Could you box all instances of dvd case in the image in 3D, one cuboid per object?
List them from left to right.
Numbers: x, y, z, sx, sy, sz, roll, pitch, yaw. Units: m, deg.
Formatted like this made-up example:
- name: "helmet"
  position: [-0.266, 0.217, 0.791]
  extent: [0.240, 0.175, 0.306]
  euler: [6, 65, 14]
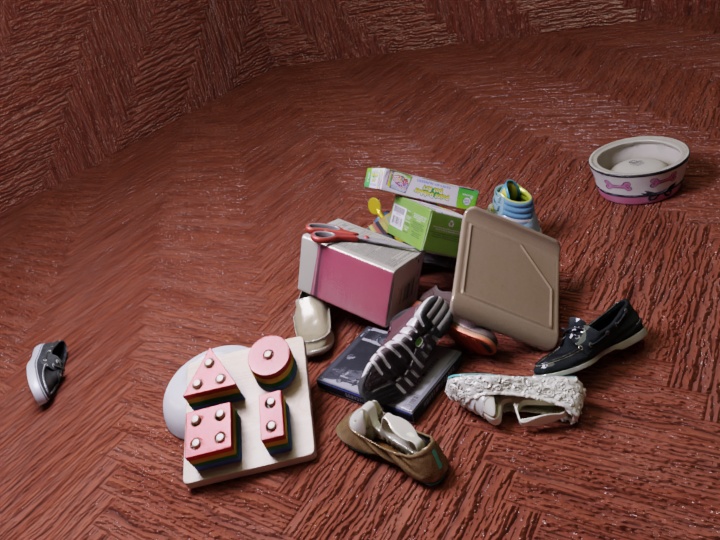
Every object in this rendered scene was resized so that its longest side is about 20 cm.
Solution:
- name: "dvd case"
  position: [0.045, 0.159, 1.022]
  extent: [0.196, 0.025, 0.150]
  euler: [11, 39, 39]

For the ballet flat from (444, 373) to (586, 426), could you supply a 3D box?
- name: "ballet flat"
  position: [0.206, 0.177, 0.869]
  extent: [0.193, 0.074, 0.072]
  euler: [-4, 30, 21]

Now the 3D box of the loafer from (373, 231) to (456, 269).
- name: "loafer"
  position: [0.096, -0.022, 1.282]
  extent: [0.194, 0.075, 0.072]
  euler: [13, -1, 22]

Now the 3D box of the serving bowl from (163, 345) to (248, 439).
- name: "serving bowl"
  position: [-0.246, 0.189, 1.078]
  extent: [0.193, 0.068, 0.202]
  euler: [-13, 28, 7]

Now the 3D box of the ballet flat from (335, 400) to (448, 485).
- name: "ballet flat"
  position: [0.034, 0.220, 0.869]
  extent: [0.067, 0.074, 0.197]
  euler: [-34, 33, -30]

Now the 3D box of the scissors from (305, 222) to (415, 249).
- name: "scissors"
  position: [-0.002, -0.063, 1.142]
  extent: [0.193, 0.014, 0.074]
  euler: [3, 24, -9]

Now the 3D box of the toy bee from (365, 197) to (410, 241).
- name: "toy bee"
  position: [0.071, -0.114, 1.380]
  extent: [0.129, 0.109, 0.202]
  euler: [35, 59, 0]

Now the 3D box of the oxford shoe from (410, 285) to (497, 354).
- name: "oxford shoe"
  position: [0.160, 0.073, 1.044]
  extent: [0.073, 0.071, 0.199]
  euler: [-49, 36, -9]

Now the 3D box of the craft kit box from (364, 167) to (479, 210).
- name: "craft kit box"
  position: [0.116, -0.166, 1.293]
  extent: [0.191, 0.050, 0.200]
  euler: [15, 6, -10]

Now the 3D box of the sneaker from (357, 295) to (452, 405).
- name: "sneaker"
  position: [0.057, 0.127, 0.996]
  extent: [0.200, 0.076, 0.115]
  euler: [-44, 10, -21]

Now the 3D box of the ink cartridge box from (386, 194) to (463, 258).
- name: "ink cartridge box"
  position: [0.169, -0.076, 1.215]
  extent: [0.194, 0.078, 0.147]
  euler: [9, 13, -27]

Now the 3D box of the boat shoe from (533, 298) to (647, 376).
- name: "boat shoe"
  position: [0.324, 0.095, 0.919]
  extent: [0.194, 0.068, 0.074]
  euler: [-21, 1, -13]

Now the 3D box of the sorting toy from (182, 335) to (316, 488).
- name: "sorting toy"
  position: [-0.174, 0.193, 0.952]
  extent: [0.193, 0.071, 0.203]
  euler: [-13, 50, 3]

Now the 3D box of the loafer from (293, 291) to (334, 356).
- name: "loafer"
  position: [-0.091, 0.083, 1.179]
  extent: [0.073, 0.070, 0.202]
  euler: [-15, 28, 1]

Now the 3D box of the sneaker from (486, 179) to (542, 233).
- name: "sneaker"
  position: [0.267, -0.120, 1.286]
  extent: [0.195, 0.134, 0.080]
  euler: [6, 35, 35]

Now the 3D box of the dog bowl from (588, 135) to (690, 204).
- name: "dog bowl"
  position: [0.582, -0.208, 1.340]
  extent: [0.193, 0.076, 0.202]
  euler: [-13, 29, 7]

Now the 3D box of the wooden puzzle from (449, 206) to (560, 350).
- name: "wooden puzzle"
  position: [0.235, 0.012, 1.028]
  extent: [0.180, 0.037, 0.205]
  euler: [20, 58, -7]

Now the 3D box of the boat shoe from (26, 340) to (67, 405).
- name: "boat shoe"
  position: [-0.615, 0.192, 1.263]
  extent: [0.055, 0.071, 0.200]
  euler: [-22, 27, -14]

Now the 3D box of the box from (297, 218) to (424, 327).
- name: "box"
  position: [0.000, 0.000, 1.161]
  extent: [0.195, 0.112, 0.127]
  euler: [21, 28, 26]
